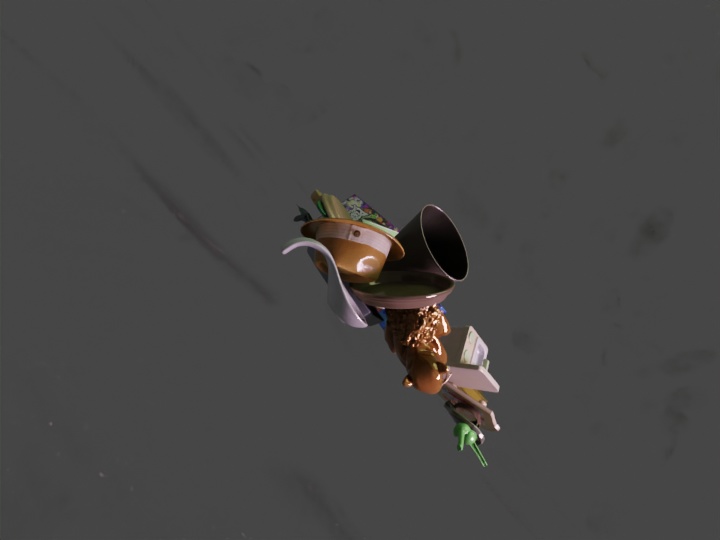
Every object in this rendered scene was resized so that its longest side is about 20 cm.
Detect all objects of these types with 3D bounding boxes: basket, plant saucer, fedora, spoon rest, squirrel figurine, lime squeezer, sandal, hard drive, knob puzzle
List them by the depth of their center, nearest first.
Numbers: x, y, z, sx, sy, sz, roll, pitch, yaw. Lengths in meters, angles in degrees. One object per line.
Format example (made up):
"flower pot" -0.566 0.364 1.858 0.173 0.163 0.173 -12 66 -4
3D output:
"spoon rest" -0.049 0.019 0.895 0.200 0.061 0.099 49 5 -18
"fedora" -0.020 -0.028 0.971 0.199 0.082 0.201 12 -16 3
"plant saucer" 0.077 0.035 0.996 0.200 0.199 0.030 -112 -160 -75
"squirrel figurine" 0.109 0.141 1.039 0.187 0.141 0.201 -92 164 -54
"hard drive" -0.033 0.028 1.093 0.200 0.042 0.135 54 5 20
"lime squeezer" 0.229 0.358 1.102 0.071 0.038 0.200 55 5 38
"basket" 0.116 -0.017 1.167 0.136 0.200 0.181 4 61 -43
"sandal" 0.244 0.338 1.226 0.080 0.057 0.201 56 -1 -7
"knob puzzle" 0.262 0.328 1.301 0.219 0.030 0.220 36 -17 13

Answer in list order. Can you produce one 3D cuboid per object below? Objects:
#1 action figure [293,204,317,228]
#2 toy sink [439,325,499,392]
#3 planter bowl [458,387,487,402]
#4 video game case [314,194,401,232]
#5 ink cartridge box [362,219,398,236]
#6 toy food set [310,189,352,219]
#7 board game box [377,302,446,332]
"action figure" -0.083 -0.058 1.225 0.118 0.055 0.200 53 1 42
"toy sink" 0.238 0.209 1.288 0.199 0.113 0.130 0 -32 38
"planter bowl" 0.272 0.322 1.528 0.201 0.083 0.200 51 5 -6
"video game case" -0.011 -0.098 1.370 0.181 0.200 0.036 41 -42 12
"ink cartridge box" 0.051 -0.009 1.286 0.145 0.048 0.201 17 58 -33
"toy food set" -0.039 -0.083 1.156 0.200 0.048 0.198 54 11 -30
"board game box" 0.098 0.075 1.338 0.200 0.152 0.045 53 6 34
